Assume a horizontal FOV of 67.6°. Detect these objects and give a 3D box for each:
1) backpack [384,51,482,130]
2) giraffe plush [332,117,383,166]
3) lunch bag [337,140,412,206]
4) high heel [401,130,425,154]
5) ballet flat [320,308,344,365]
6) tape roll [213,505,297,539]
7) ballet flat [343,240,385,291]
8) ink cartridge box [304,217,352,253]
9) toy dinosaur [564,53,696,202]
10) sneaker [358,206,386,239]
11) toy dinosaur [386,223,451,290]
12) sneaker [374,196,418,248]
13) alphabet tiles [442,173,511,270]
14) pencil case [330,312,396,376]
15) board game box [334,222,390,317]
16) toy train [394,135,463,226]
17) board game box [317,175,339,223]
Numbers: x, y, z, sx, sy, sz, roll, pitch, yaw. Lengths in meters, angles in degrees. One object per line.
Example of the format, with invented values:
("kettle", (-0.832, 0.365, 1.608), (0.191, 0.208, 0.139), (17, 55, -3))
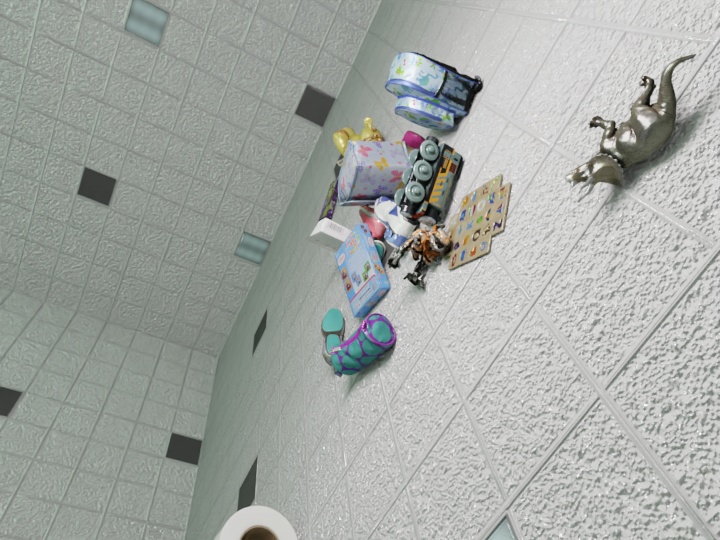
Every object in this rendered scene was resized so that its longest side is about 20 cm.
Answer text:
("backpack", (0.159, -0.436, 1.316), (0.148, 0.198, 0.183), (-66, 19, 5))
("giraffe plush", (0.009, -0.448, 1.886), (0.161, 0.173, 0.201), (-29, 27, 31))
("lunch bag", (0.035, -0.245, 1.470), (0.201, 0.167, 0.128), (114, 148, -53))
("high heel", (0.127, -0.323, 1.498), (0.097, 0.067, 0.200), (-59, 3, -3))
("ballet flat", (-0.081, 0.194, 1.533), (0.072, 0.071, 0.201), (-57, 20, 30))
("tape roll", (-0.261, 0.687, 1.273), (0.140, 0.201, 0.204), (-55, 22, 33))
("ballet flat", (0.010, -0.019, 1.518), (0.201, 0.069, 0.070), (-58, 21, 33))
("ink cartridge box", (-0.073, -0.096, 1.672), (0.051, 0.160, 0.200), (-69, 17, -9))
("toy dinosaur", (0.356, -0.178, 0.689), (0.200, 0.076, 0.103), (-43, 42, 44))
("sneaker", (0.029, -0.139, 1.569), (0.088, 0.073, 0.200), (-68, 18, 5))
("toy dinosaur", (0.132, -0.042, 1.174), (0.136, 0.102, 0.200), (-56, -6, -8))
("sneaker", (0.107, -0.146, 1.360), (0.116, 0.080, 0.200), (-55, 28, 24))
("alphabet tiles", (0.224, -0.092, 1.054), (0.200, 0.006, 0.168), (-31, 42, 62))
("pencil case", (0.001, 0.177, 1.262), (0.200, 0.092, 0.086), (-47, 27, 47))
("board game box", (0.000, 0.000, 1.433), (0.151, 0.036, 0.202), (-50, 50, 45))
("toy train", (0.153, -0.197, 1.194), (0.085, 0.113, 0.202), (-23, 44, 67))
("board game box", (-0.127, -0.294, 2.271), (0.120, 0.032, 0.202), (-20, 50, 62))
